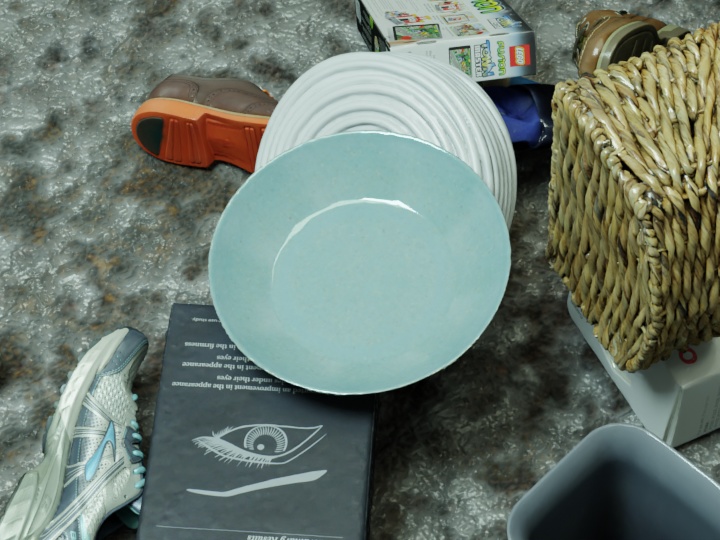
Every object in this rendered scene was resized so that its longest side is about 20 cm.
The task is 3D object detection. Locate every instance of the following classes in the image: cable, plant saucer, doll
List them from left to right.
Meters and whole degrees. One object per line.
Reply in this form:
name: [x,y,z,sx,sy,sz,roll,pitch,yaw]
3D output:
plant saucer: [0.000,0.000,1.292,0.200,0.039,0.202,-2,60,4]
cable: [0.013,-0.057,1.381,0.200,0.200,0.069,37,18,23]
doll: [0.126,-0.117,1.478,0.199,0.049,0.136,-3,29,-28]

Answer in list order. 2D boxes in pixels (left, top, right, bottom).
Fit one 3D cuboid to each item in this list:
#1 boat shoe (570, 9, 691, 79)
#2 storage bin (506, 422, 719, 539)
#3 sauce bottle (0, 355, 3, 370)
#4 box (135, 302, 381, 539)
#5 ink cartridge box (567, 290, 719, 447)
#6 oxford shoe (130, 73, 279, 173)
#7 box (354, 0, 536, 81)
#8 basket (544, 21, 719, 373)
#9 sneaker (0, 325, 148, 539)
boat shoe: [0.192,-0.162,1.489,0.068,0.072,0.200,22,12,20]
storage bin: [0.184,0.222,1.208,0.200,0.135,0.145,38,62,25]
sauce bottle: [-0.329,0.113,1.329,0.065,0.065,0.200,28,58,19]
box: [-0.063,0.133,1.291,0.147,0.105,0.201,4,54,2]
ink cartridge box: [0.269,0.018,1.391,0.199,0.084,0.145,-22,56,-15]
oxford shoe: [-0.072,-0.114,1.497,0.199,0.071,0.073,14,50,10]
box: [0.062,-0.186,1.507,0.110,0.035,0.200,-7,21,-5]
basket: [0.215,-0.041,1.257,0.149,0.200,0.143,-22,55,-13]
sneaker: [-0.175,0.134,1.320,0.086,0.078,0.201,20,63,2]
